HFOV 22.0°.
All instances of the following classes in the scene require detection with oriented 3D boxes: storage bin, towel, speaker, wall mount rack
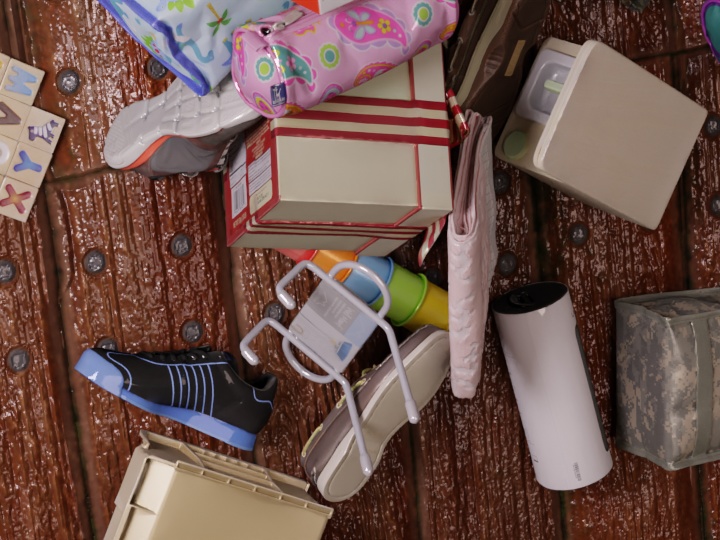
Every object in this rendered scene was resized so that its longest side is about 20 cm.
[{"bbox_3d":[-0.155,0.277,1.745,0.198,0.094,0.201,21,93,-24],"label":"storage bin"},{"bbox_3d":[0.104,-0.016,1.716,0.032,0.191,0.201,3,133,9],"label":"towel"},{"bbox_3d":[0.192,0.115,1.862,0.081,0.081,0.201,-22,108,-17],"label":"speaker"},{"bbox_3d":[-0.018,0.086,1.694,0.174,0.200,0.075,40,54,3],"label":"wall mount rack"}]

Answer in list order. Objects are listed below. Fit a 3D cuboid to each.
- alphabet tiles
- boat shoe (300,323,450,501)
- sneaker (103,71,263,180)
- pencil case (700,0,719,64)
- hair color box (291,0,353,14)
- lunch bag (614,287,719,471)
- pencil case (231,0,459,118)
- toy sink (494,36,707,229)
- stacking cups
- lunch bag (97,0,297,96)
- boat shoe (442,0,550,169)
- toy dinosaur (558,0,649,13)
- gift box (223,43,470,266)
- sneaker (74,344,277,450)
[{"bbox_3d":[-0.366,-0.121,1.621,0.199,0.006,0.167,21,93,-25],"label":"alphabet tiles"},{"bbox_3d":[0.014,0.127,1.782,0.072,0.060,0.200,24,105,-47],"label":"boat shoe"},{"bbox_3d":[-0.137,-0.126,1.632,0.082,0.199,0.077,31,59,-37],"label":"sneaker"},{"bbox_3d":[0.448,-0.264,1.883,0.199,0.092,0.085,-20,108,-17],"label":"pencil case"},{"bbox_3d":[0.022,-0.299,1.515,0.199,0.064,0.111,-27,129,-28],"label":"hair color box"},{"bbox_3d":[0.370,0.105,1.916,0.199,0.117,0.165,-8,104,-27],"label":"lunch bag"},{"bbox_3d":[-0.014,-0.197,1.544,0.199,0.087,0.088,-26,110,-27],"label":"pencil case"},{"bbox_3d":[0.216,-0.140,1.777,0.200,0.112,0.131,21,93,-45],"label":"toy sink"},{"bbox_3d":[0.000,0.000,1.777,0.200,0.060,0.061,31,88,-20],"label":"stacking cups"},{"bbox_3d":[-0.142,-0.270,1.586,0.170,0.200,0.128,-43,141,-8],"label":"lunch bag"},{"bbox_3d":[0.112,-0.197,1.774,0.075,0.075,0.203,3,121,-48],"label":"boat shoe"},{"bbox_3d":[0.215,-0.287,1.775,0.200,0.088,0.048,-6,140,-55],"label":"toy dinosaur"},{"bbox_3d":[-0.016,-0.096,1.661,0.186,0.184,0.201,1,81,-21],"label":"gift box"},{"bbox_3d":[-0.167,0.099,1.720,0.199,0.070,0.078,26,88,-32],"label":"sneaker"}]
